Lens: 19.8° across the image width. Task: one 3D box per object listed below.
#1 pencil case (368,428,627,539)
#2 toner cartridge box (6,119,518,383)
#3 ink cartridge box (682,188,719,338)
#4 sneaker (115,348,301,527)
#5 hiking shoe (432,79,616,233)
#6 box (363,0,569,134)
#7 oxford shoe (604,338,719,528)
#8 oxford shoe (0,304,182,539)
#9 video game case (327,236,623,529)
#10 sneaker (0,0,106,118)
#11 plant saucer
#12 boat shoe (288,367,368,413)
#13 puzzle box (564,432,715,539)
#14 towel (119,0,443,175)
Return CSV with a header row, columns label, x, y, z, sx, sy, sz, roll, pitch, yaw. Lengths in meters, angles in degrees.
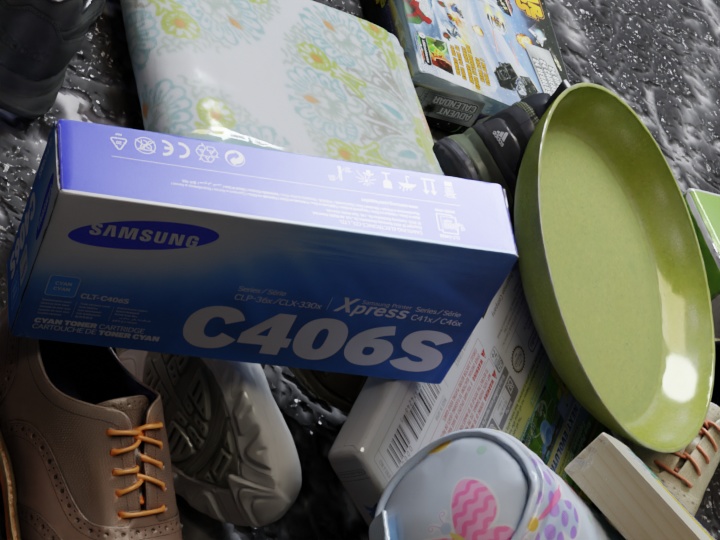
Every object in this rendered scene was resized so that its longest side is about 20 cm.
label,x,y,z,sx,sy,sz,roll,pitch,yaw
pencil case,0.087,0.150,0.920,0.200,0.090,0.083,46,40,-40
toner cartridge box,-0.043,-0.005,0.881,0.199,0.095,0.043,7,47,-19
ink cartridge box,0.260,-0.011,1.249,0.147,0.200,0.076,10,45,-39
sneaker,-0.072,0.030,0.987,0.099,0.078,0.200,-3,56,-51
hiking shoe,0.121,-0.051,1.205,0.076,0.101,0.200,63,14,19
box,0.066,-0.166,1.365,0.137,0.040,0.200,19,41,-29
oxford shoe,0.165,0.102,1.144,0.071,0.074,0.200,38,35,-11
oxford shoe,-0.110,0.094,0.879,0.071,0.073,0.200,-7,58,-48
video game case,0.065,0.090,1.009,0.183,0.022,0.200,60,36,-26
sneaker,-0.156,-0.166,1.099,0.076,0.091,0.200,26,36,-19
plant saucer,0.132,0.001,1.097,0.200,0.031,0.201,31,51,-48
boat shoe,-0.003,0.036,1.026,0.068,0.072,0.200,26,-12,44
puzzle box,0.157,0.136,0.966,0.133,0.025,0.200,47,3,13
towel,-0.042,-0.093,1.175,0.200,0.048,0.172,16,40,-34
